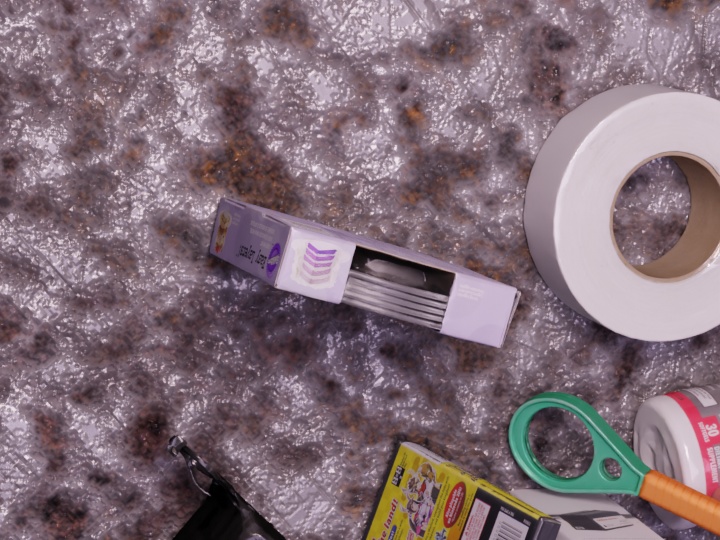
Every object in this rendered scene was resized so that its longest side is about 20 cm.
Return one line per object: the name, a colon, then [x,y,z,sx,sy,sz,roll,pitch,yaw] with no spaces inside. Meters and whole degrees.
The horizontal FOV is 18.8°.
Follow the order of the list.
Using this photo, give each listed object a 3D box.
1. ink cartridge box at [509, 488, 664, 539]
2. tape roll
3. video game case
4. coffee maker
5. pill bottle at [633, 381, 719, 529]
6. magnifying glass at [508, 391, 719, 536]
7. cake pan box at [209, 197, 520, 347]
ink cartridge box: [0.179,0.267,1.708,0.083,0.200,0.146,2,100,-15]
tape roll: [0.235,-0.047,1.737,0.202,0.071,0.203,-3,100,-16]
video game case: [0.057,0.254,1.681,0.025,0.181,0.201,16,95,-40]
coffee maker: [-0.140,0.264,1.662,0.192,0.135,0.200,44,84,4]
pill bottle: [0.334,0.139,1.779,0.199,0.111,0.111,-11,103,-15]
magnifying glass: [0.207,0.160,1.722,0.200,0.022,0.080,24,116,22]
cake pan box: [0.000,0.000,1.606,0.184,0.200,0.052,14,93,-21]
